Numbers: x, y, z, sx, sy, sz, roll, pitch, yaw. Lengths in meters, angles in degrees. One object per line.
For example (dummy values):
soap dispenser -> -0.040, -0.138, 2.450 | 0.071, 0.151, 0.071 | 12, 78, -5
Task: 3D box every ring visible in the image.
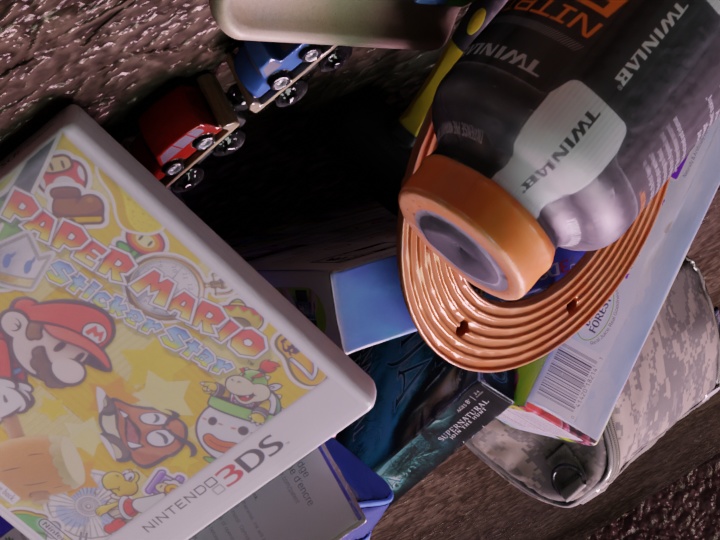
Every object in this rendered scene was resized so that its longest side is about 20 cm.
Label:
ring -> 0.085, -0.047, 1.126 | 0.200, 0.019, 0.202 | -25, 128, -36

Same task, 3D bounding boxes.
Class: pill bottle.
pill bottle -> 0.103, -0.083, 1.028 | 0.200, 0.106, 0.106 | -50, 170, -15

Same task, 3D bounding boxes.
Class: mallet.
mallet -> 0.054, -0.097, 1.125 | 0.041, 0.066, 0.200 | -37, 173, -46

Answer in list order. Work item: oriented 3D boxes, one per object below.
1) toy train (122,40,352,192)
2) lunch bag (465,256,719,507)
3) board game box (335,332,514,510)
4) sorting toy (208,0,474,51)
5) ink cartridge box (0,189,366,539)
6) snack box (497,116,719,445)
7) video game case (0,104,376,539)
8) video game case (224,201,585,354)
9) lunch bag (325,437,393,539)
toy train -> -0.079, -0.064, 1.054 | 0.200, 0.034, 0.046 | -37, 153, 23
lunch bag -> 0.136, 0.045, 1.475 | 0.139, 0.168, 0.200 | -38, 176, 37
board game box -> 0.039, 0.036, 1.336 | 0.028, 0.201, 0.135 | 32, 126, -21
sorting toy -> 0.053, -0.159, 0.951 | 0.200, 0.037, 0.185 | -44, 160, 27
ink cartridge box -> -0.110, 0.089, 1.163 | 0.200, 0.199, 0.043 | -36, 167, 23
snack box -> 0.131, -0.007, 1.303 | 0.201, 0.053, 0.142 | -63, -166, -6
video game case -> -0.124, 0.044, 1.067 | 0.182, 0.200, 0.023 | -36, -155, 23
video game case -> 0.000, 0.000, 1.216 | 0.199, 0.046, 0.181 | -16, -169, -41
lunch bag -> -0.090, 0.111, 1.258 | 0.133, 0.200, 0.136 | -60, 154, 14
